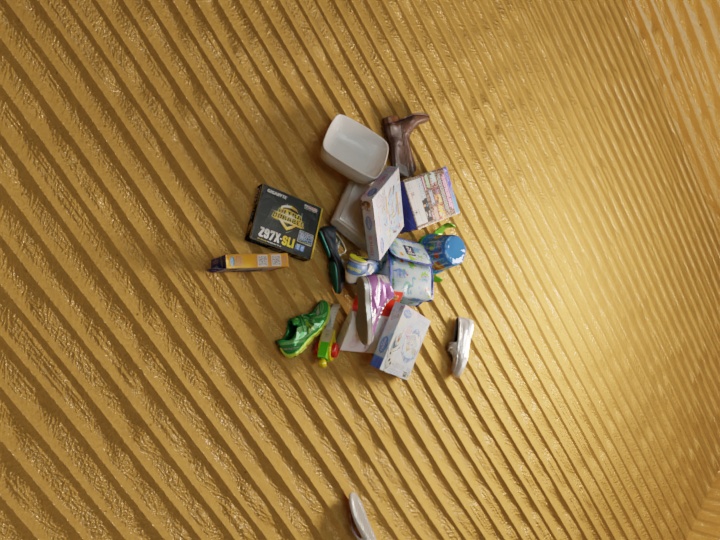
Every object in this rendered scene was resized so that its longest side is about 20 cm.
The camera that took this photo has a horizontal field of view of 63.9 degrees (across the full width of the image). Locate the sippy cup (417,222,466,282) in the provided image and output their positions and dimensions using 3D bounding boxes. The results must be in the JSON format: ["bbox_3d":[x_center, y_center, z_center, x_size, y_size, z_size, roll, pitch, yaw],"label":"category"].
[{"bbox_3d":[0.271,-0.060,1.894,0.138,0.129,0.182,-15,92,-33],"label":"sippy cup"}]

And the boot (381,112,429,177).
[{"bbox_3d":[0.166,-0.408,1.901,0.183,0.064,0.205,-13,89,-20],"label":"boot"}]

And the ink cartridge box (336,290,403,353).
[{"bbox_3d":[0.034,0.151,1.705,0.160,0.057,0.202,10,120,-31],"label":"ink cartridge box"}]

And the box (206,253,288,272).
[{"bbox_3d":[-0.302,-0.020,1.522,0.197,0.118,0.043,0,85,-33],"label":"box"}]

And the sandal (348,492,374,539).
[{"bbox_3d":[-0.004,0.744,1.675,0.049,0.083,0.206,-20,100,11],"label":"sandal"}]

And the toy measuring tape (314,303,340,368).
[{"bbox_3d":[-0.089,0.196,1.682,0.073,0.073,0.203,33,51,-25],"label":"toy measuring tape"}]

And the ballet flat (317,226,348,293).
[{"bbox_3d":[-0.068,-0.035,1.704,0.072,0.073,0.204,-17,92,-33],"label":"ballet flat"}]

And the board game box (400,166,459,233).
[{"bbox_3d":[0.206,-0.231,1.889,0.197,0.096,0.163,-21,97,-33],"label":"board game box"}]

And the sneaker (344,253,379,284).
[{"bbox_3d":[0.000,0.000,1.710,0.200,0.073,0.084,7,101,-71],"label":"sneaker"}]

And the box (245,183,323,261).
[{"bbox_3d":[-0.214,-0.133,1.634,0.197,0.049,0.163,21,76,-30],"label":"box"}]

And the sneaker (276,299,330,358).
[{"bbox_3d":[-0.157,0.154,1.625,0.084,0.073,0.201,51,62,-22],"label":"sneaker"}]

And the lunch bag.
[{"bbox_3d":[0.136,-0.003,1.811,0.167,0.127,0.204,12,67,-29],"label":"lunch bag"}]

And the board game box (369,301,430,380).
[{"bbox_3d":[0.125,0.216,1.751,0.199,0.043,0.202,33,79,-55],"label":"board game box"}]

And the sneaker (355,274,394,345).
[{"bbox_3d":[0.049,0.112,1.648,0.112,0.072,0.205,-6,107,-30],"label":"sneaker"}]

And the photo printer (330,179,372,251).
[{"bbox_3d":[0.008,-0.184,1.763,0.165,0.069,0.203,36,61,-25],"label":"photo printer"}]

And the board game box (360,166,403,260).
[{"bbox_3d":[0.068,-0.169,1.692,0.200,0.040,0.203,-53,144,-47],"label":"board game box"}]

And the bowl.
[{"bbox_3d":[-0.023,-0.350,1.727,0.197,0.075,0.202,28,49,-10],"label":"bowl"}]

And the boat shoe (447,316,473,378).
[{"bbox_3d":[0.328,0.254,1.940,0.067,0.072,0.204,17,82,-8],"label":"boat shoe"}]
